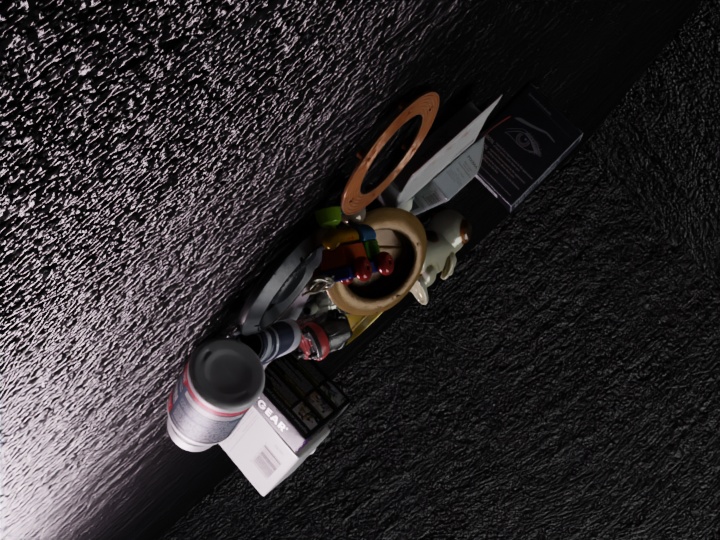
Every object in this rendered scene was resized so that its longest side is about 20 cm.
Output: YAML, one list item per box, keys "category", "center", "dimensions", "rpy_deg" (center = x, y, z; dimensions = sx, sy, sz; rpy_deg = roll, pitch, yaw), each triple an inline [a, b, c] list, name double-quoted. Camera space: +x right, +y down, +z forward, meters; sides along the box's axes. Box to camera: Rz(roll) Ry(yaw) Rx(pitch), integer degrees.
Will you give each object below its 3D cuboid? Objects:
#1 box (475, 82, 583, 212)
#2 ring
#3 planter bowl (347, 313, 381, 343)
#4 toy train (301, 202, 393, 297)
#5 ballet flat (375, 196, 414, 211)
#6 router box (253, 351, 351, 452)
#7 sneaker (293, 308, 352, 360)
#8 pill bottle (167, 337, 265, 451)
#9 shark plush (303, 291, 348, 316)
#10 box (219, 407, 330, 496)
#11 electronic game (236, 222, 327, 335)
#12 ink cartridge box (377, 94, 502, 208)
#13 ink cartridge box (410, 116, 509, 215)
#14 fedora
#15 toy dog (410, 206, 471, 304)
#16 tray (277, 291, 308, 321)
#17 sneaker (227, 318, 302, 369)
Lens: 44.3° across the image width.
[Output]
- category: "box"
  center: [0.315, -0.239, 1.739]
  dimensions: [0.200, 0.148, 0.104]
  rpy_deg: [-44, 172, 5]
- category: "ring"
  center: [0.036, -0.159, 1.181]
  dimensions: [0.201, 0.019, 0.201]
  rpy_deg: [-48, 168, -14]
- category: "planter bowl"
  center: [0.000, 0.074, 1.990]
  dimensions: [0.200, 0.083, 0.201]
  rpy_deg: [-43, 171, -8]
- category: "toy train"
  center: [-0.036, -0.035, 1.208]
  dimensions: [0.084, 0.117, 0.200]
  rpy_deg: [-14, 180, 28]
- category: "ballet flat"
  center: [0.039, -0.077, 1.491]
  dimensions: [0.200, 0.074, 0.074]
  rpy_deg: [-45, 172, 1]
- category: "router box"
  center: [-0.134, 0.215, 1.633]
  dimensions: [0.149, 0.200, 0.051]
  rpy_deg: [-32, 164, -49]
- category: "sneaker"
  center: [-0.070, 0.110, 1.547]
  dimensions: [0.097, 0.071, 0.200]
  rpy_deg: [-23, -175, -18]
- category: "pill bottle"
  center: [-0.233, 0.201, 1.368]
  dimensions: [0.119, 0.120, 0.200]
  rpy_deg: [-36, 169, -41]
- category: "shark plush"
  center: [-0.050, 0.047, 1.650]
  dimensions: [0.090, 0.084, 0.200]
  rpy_deg: [-2, 171, 7]
- category: "box"
  center: [-0.212, 0.384, 2.093]
  dimensions: [0.130, 0.200, 0.199]
  rpy_deg: [-31, 164, -49]
- category: "electronic game"
  center: [-0.111, 0.012, 1.287]
  dimensions: [0.200, 0.041, 0.200]
  rpy_deg: [-51, 172, -10]
- category: "ink cartridge box"
  center: [0.120, -0.192, 1.385]
  dimensions: [0.200, 0.045, 0.176]
  rpy_deg: [-42, 173, -17]
- category: "ink cartridge box"
  center: [0.174, -0.181, 1.563]
  dimensions: [0.200, 0.047, 0.160]
  rpy_deg: [-40, -174, -20]
- category: "fedora"
  center: [0.012, -0.025, 1.415]
  dimensions: [0.199, 0.082, 0.202]
  rpy_deg: [-18, 124, -28]
- category: "toy dog"
  center: [0.158, -0.060, 2.015]
  dimensions: [0.200, 0.139, 0.195]
  rpy_deg: [-39, 134, -23]
- category: "tray"
  center: [-0.137, 0.076, 1.549]
  dimensions: [0.107, 0.022, 0.200]
  rpy_deg: [-40, 171, -30]
- category: "sneaker"
  center: [-0.195, 0.147, 1.466]
  dimensions: [0.200, 0.071, 0.108]
  rpy_deg: [-38, 165, 31]
